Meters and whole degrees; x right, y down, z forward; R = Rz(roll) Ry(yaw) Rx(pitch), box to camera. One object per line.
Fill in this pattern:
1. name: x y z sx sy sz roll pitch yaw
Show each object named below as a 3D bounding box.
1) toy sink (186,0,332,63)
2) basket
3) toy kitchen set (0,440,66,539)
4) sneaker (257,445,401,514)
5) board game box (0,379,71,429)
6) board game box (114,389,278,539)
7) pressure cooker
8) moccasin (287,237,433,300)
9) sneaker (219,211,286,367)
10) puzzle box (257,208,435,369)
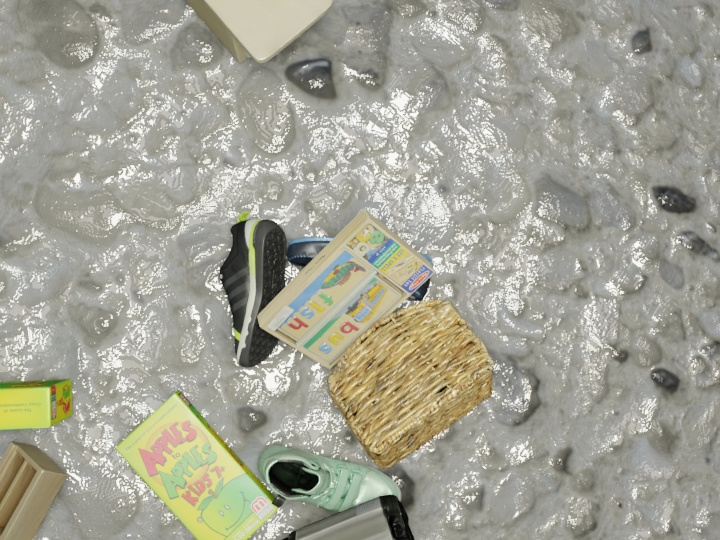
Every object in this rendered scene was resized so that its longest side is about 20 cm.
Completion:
1. toy sink: -0.144 -0.363 1.006 0.130 0.112 0.200 -41 87 -7
2. basket: 0.063 0.145 1.013 0.199 0.149 0.143 -35 67 -6
3. toy kitchen set: -0.509 0.271 0.907 0.162 0.200 0.182 23 82 37
4. sneaker: -0.036 0.281 0.976 0.199 0.118 0.074 17 83 -7
5. board game box: -0.467 0.165 0.932 0.198 0.102 0.048 -2 88 -7
6. board game box: -0.209 0.265 0.992 0.101 0.048 0.200 -42 92 -7
7. pressure cooker: -0.018 0.383 0.926 0.198 0.177 0.180 -21 51 -2
8. moccasin: 0.000 0.000 1.015 0.198 0.080 0.069 7 79 -5
9. sneaker: -0.147 0.025 1.016 0.082 0.071 0.202 9 93 31
10. puzzle box: -0.018 0.030 0.973 0.200 0.026 0.133 -44 126 15
